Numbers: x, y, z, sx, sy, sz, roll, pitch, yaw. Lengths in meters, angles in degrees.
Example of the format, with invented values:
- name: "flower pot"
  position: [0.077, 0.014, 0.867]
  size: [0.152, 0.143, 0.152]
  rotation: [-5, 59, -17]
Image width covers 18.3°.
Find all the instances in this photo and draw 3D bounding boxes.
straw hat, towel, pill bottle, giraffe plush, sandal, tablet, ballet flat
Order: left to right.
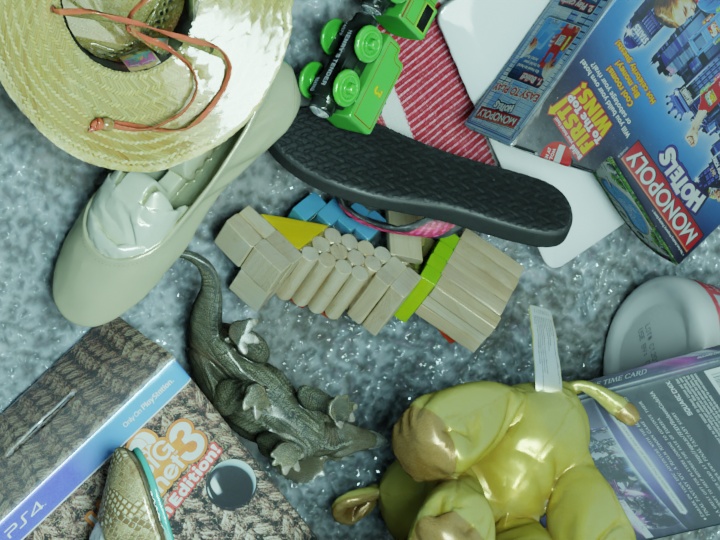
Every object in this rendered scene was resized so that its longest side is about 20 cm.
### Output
- name: "straw hat"
  position: [-0.136, -0.161, 1.242]
  size: [0.200, 0.085, 0.202]
  rotation: [-12, 116, -26]
- name: "ballet flat"
  position: [-0.120, 0.194, 1.258]
  size: [0.065, 0.071, 0.201]
  rotation: [-22, 112, -7]
- name: "ballet flat"
  position: [-0.112, -0.057, 1.295]
  size: [0.200, 0.069, 0.069]
  rotation: [-51, 123, -14]
- name: "sandal"
  position: [0.032, -0.045, 1.365]
  size: [0.199, 0.075, 0.045]
  rotation: [17, 130, -14]
- name: "giraffe plush"
  position: [0.068, 0.142, 1.402]
  size: [0.172, 0.162, 0.201]
  rotation: [26, 53, -20]
- name: "towel"
  position: [0.092, -0.129, 1.421]
  size: [0.200, 0.023, 0.145]
  rotation: [-32, 117, -18]
- name: "tablet"
  position: [0.135, -0.114, 1.429]
  size: [0.130, 0.014, 0.201]
  rotation: [-34, 117, -16]
- name: "pill bottle"
  position: [0.272, 0.075, 1.536]
  size: [0.199, 0.109, 0.109]
  rotation: [15, 97, -33]

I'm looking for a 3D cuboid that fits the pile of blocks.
- name: "pile of blocks"
  position: [0.000, 0.000, 1.392]
  size: [0.199, 0.082, 0.062]
  rotation: [15, 142, -19]

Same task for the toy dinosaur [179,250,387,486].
- name: "toy dinosaur"
  position: [-0.066, 0.071, 1.352]
  size: [0.200, 0.102, 0.077]
  rotation: [41, 73, -18]

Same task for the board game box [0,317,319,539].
- name: "board game box"
  position: [-0.134, 0.157, 1.333]
  size: [0.159, 0.097, 0.200]
  rotation: [-44, 122, -12]

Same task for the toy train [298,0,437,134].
- name: "toy train"
  position: [0.026, -0.174, 1.344]
  size: [0.056, 0.042, 0.201]
  rotation: [39, 74, -47]

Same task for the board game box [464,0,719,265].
- name: "board game box"
  position: [0.174, -0.113, 1.407]
  size: [0.200, 0.062, 0.200]
  rotation: [-42, 120, -10]

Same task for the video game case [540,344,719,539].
- name: "video game case"
  position: [0.188, 0.122, 1.471]
  size: [0.143, 0.199, 0.019]
  rotation: [52, 37, -31]
